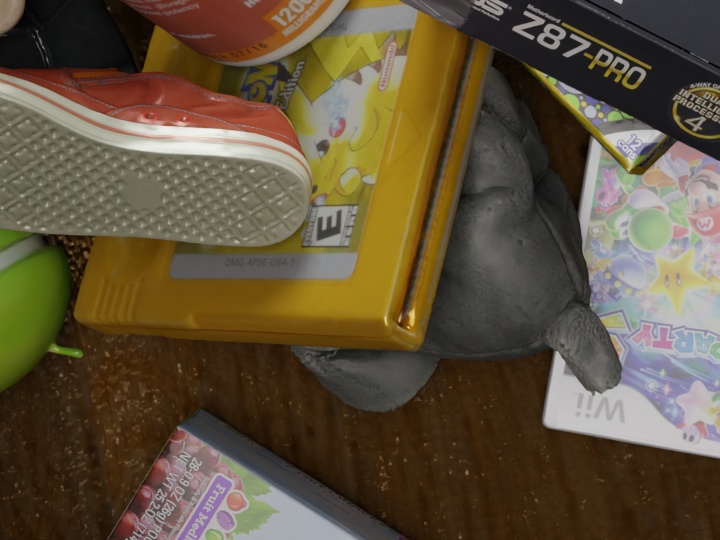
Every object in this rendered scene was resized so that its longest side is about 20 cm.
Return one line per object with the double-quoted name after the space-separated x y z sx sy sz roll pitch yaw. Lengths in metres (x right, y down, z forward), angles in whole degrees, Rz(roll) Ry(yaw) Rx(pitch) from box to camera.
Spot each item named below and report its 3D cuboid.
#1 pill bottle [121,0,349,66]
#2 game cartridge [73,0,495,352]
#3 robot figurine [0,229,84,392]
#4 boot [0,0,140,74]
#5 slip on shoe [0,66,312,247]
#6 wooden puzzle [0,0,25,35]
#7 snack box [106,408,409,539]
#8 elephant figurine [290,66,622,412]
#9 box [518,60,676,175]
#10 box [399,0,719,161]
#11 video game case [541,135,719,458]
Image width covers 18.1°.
-0.092 -0.175 0.964 0.112 0.200 0.112 -15 62 31 "pill bottle"
-0.036 -0.053 1.021 0.200 0.032 0.176 1 71 40 "game cartridge"
-0.218 -0.021 1.085 0.175 0.116 0.200 -33 92 13 "robot figurine"
-0.205 -0.138 1.008 0.165 0.066 0.200 -24 91 -20 "boot"
-0.119 -0.057 0.964 0.200 0.061 0.074 8 128 -10 "slip on shoe"
-0.263 -0.161 0.958 0.200 0.037 0.185 -18 82 -12 "wooden puzzle"
-0.065 0.197 1.116 0.169 0.068 0.200 33 99 2 "snack box"
0.000 0.000 1.065 0.200 0.155 0.142 -24 115 12 "elephant figurine"
0.083 -0.138 1.055 0.070 0.064 0.200 -45 83 8 "box"
0.115 -0.156 0.991 0.161 0.200 0.049 25 136 -6 "box"
0.175 -0.010 1.094 0.143 0.018 0.200 10 97 5 "video game case"
